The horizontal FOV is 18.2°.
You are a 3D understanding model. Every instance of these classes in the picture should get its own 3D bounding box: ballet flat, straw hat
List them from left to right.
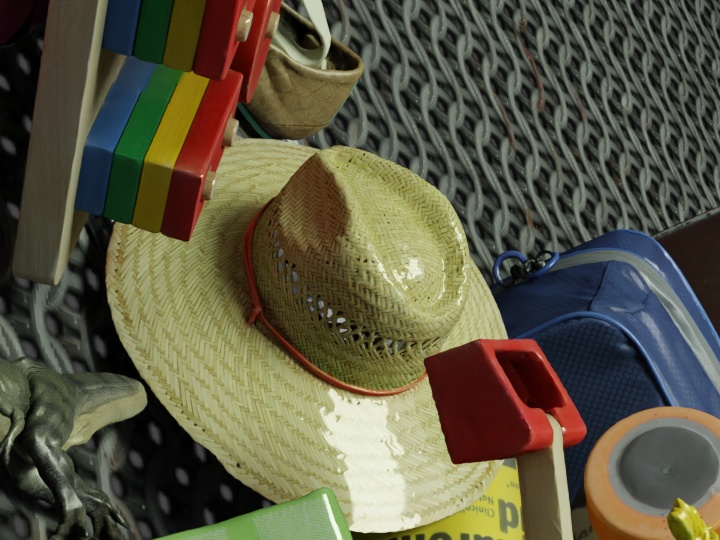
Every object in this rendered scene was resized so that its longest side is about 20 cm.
[{"bbox_3d":[-0.070,-0.144,1.040,0.200,0.072,0.068,48,28,-21],"label":"ballet flat"},{"bbox_3d":[0.000,0.000,0.930,0.200,0.085,0.202,15,50,-18],"label":"straw hat"}]

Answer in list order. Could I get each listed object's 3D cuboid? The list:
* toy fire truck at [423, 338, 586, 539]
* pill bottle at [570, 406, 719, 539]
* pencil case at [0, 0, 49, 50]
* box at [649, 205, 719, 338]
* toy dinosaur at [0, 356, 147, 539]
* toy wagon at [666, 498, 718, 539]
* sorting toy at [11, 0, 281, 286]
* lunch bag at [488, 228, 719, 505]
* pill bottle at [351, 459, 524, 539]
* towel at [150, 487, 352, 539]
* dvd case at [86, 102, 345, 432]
[{"bbox_3d":[0.034,0.139,0.830,0.049,0.141,0.201,3,66,-61],"label":"toy fire truck"},{"bbox_3d":[0.148,0.148,1.011,0.200,0.106,0.107,72,15,-47],"label":"pill bottle"},{"bbox_3d":[-0.161,-0.113,0.841,0.091,0.093,0.200,59,28,-14],"label":"pencil case"},{"bbox_3d":[0.208,0.072,1.296,0.166,0.164,0.201,-18,84,-64],"label":"box"},{"bbox_3d":[-0.117,0.067,0.832,0.200,0.047,0.088,9,54,-63],"label":"toy dinosaur"},{"bbox_3d":[0.094,0.169,0.798,0.200,0.039,0.155,-57,144,-31],"label":"toy wagon"},{"bbox_3d":[-0.066,-0.122,0.883,0.069,0.200,0.199,16,41,1],"label":"sorting toy"},{"bbox_3d":[0.123,0.078,1.165,0.200,0.136,0.132,61,25,-11],"label":"lunch bag"},{"bbox_3d":[0.034,0.163,0.957,0.111,0.111,0.201,40,36,-42],"label":"pill bottle"},{"bbox_3d":[-0.046,0.190,0.787,0.031,0.149,0.201,125,-51,-67],"label":"towel"},{"bbox_3d":[-0.061,-0.019,1.037,0.149,0.016,0.200,66,26,0],"label":"dvd case"}]
